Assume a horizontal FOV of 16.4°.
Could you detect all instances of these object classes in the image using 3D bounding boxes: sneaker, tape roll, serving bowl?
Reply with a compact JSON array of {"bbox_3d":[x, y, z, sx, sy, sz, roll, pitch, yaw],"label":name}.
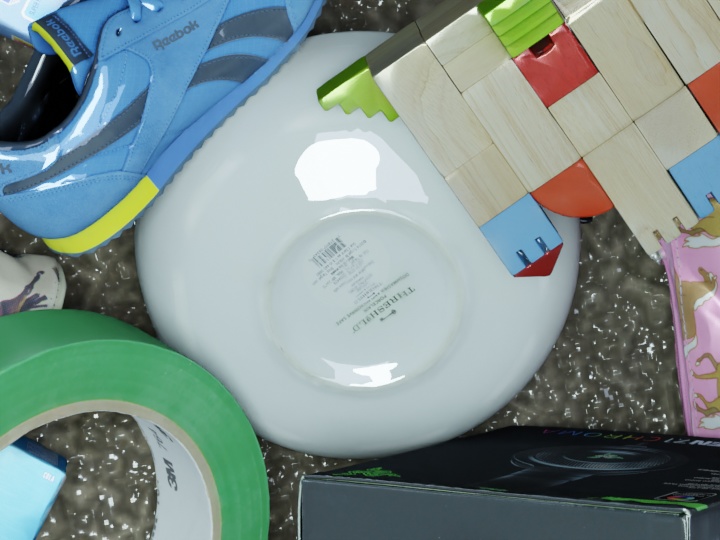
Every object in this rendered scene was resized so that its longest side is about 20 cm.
[{"bbox_3d":[-0.084,-0.100,1.042,0.200,0.066,0.078,-49,134,-12],"label":"sneaker"},{"bbox_3d":[-0.132,0.117,1.049,0.200,0.048,0.201,-14,114,-34],"label":"tape roll"},{"bbox_3d":[0.000,0.000,1.084,0.200,0.066,0.200,-1,113,-1],"label":"serving bowl"}]

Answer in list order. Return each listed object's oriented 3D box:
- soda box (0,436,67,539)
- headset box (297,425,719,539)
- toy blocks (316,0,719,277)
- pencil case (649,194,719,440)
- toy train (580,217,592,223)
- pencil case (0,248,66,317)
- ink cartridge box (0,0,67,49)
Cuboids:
[{"bbox_3d":[-0.232,0.071,1.095,0.200,0.064,0.068,27,89,-6],"label":"soda box"},{"bbox_3d":[0.089,0.125,1.033,0.174,0.200,0.093,3,95,31],"label":"headset box"},{"bbox_3d":[0.103,-0.071,1.010,0.200,0.100,0.137,-34,104,5],"label":"toy blocks"},{"bbox_3d":[0.185,0.057,1.134,0.086,0.083,0.200,-5,94,36],"label":"pencil case"},{"bbox_3d":[0.006,-0.037,1.129,0.200,0.046,0.034,4,114,-4],"label":"toy train"},{"bbox_3d":[-0.228,-0.010,1.069,0.200,0.089,0.078,27,92,-13],"label":"pencil case"},{"bbox_3d":[-0.181,-0.191,1.088,0.200,0.076,0.137,26,89,-5],"label":"ink cartridge box"}]
